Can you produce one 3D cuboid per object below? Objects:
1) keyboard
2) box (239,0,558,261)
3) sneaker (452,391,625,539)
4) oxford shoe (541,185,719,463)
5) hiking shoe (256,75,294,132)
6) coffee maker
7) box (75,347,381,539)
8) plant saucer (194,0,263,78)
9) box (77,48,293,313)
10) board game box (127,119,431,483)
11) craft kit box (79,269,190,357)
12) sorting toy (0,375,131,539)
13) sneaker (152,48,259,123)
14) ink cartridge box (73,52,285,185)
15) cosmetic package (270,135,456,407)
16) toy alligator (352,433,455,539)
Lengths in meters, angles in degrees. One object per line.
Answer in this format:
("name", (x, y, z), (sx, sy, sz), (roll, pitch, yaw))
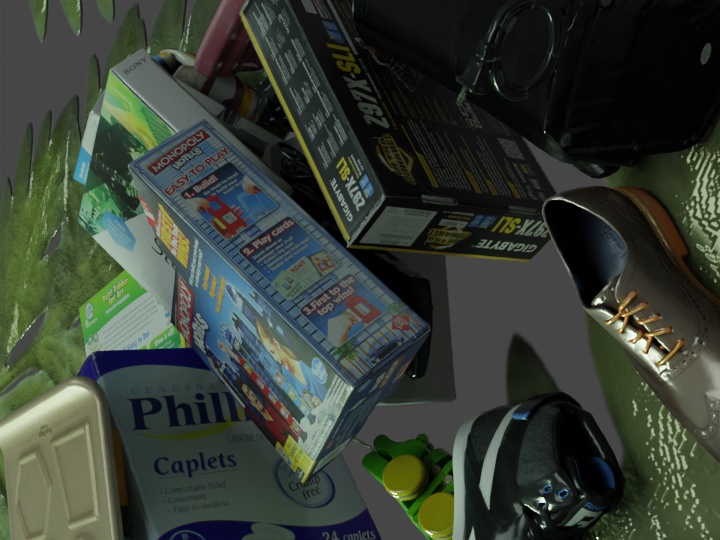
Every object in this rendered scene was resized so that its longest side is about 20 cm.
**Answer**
("keyboard", (-0.009, -0.018, 0.764), (0.200, 0.040, 0.104), (36, 136, 42))
("box", (0.027, -0.100, 0.741), (0.049, 0.159, 0.200), (-51, 52, 37))
("sneaker", (0.104, 0.168, 0.671), (0.112, 0.073, 0.201), (-34, 52, 53))
("oxford shoe", (0.162, 0.034, 0.631), (0.071, 0.073, 0.200), (-55, 49, 32))
("hiking shoe", (-0.011, -0.186, 0.877), (0.200, 0.074, 0.087), (-41, 45, 33))
("coffee maker", (0.084, -0.156, 0.646), (0.200, 0.192, 0.135), (39, 104, 43))
("box", (-0.114, 0.164, 0.880), (0.105, 0.184, 0.200), (-57, 48, 35))
("plant saucer", (-0.060, -0.230, 0.881), (0.201, 0.051, 0.201), (-58, 10, 16))
("box", (-0.135, -0.046, 0.836), (0.144, 0.036, 0.200), (43, 145, 7))
("board game box", (-0.063, 0.015, 0.723), (0.200, 0.062, 0.200), (50, 156, 12))
("craft kit box", (-0.200, 0.093, 1.105), (0.200, 0.048, 0.198), (-31, 67, 46))
("sorting toy", (-0.208, 0.190, 0.828), (0.185, 0.036, 0.201), (-28, 71, 49))
("sneaker", (-0.158, -0.159, 1.006), (0.200, 0.090, 0.075), (15, 75, 58))
("ink cartridge box", (-0.120, -0.073, 0.925), (0.068, 0.200, 0.116), (-64, 8, -29))
("cosmetic package", (0.000, 0.000, 0.827), (0.107, 0.090, 0.201), (-15, 74, 46))
("toy alligator", (0.044, 0.141, 0.792), (0.054, 0.059, 0.200), (-41, 46, -8))
